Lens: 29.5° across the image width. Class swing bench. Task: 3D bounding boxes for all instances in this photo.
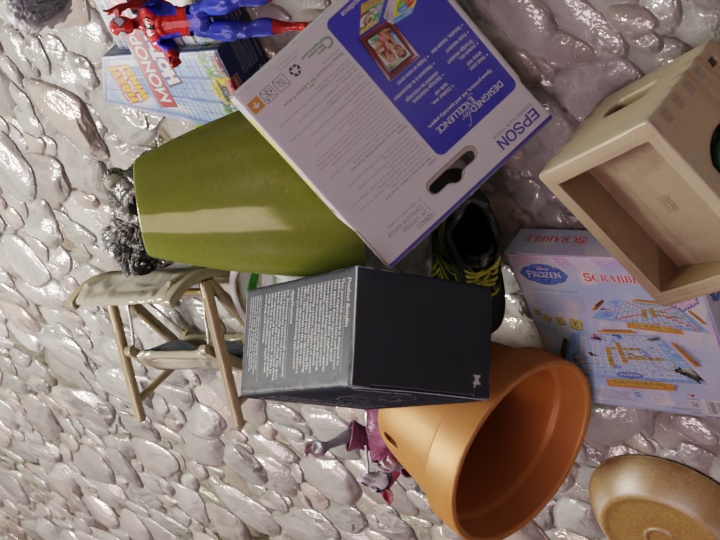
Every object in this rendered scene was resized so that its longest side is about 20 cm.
[{"bbox_3d":[-0.218,0.076,1.676,0.199,0.130,0.200,-1,124,42],"label":"swing bench"}]

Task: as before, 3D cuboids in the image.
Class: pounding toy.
[{"bbox_3d":[0.289,-0.080,1.078,0.184,0.142,0.200,45,155,-9],"label":"pounding toy"}]

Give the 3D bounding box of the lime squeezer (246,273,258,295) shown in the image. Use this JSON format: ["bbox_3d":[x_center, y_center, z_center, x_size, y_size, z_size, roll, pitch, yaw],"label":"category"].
[{"bbox_3d":[-0.127,-0.057,1.493,0.038,0.071,0.200,94,153,-58],"label":"lime squeezer"}]

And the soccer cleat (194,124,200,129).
[{"bbox_3d":[-0.097,-0.090,1.440,0.200,0.068,0.081,38,132,1],"label":"soccer cleat"}]

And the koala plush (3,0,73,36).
[{"bbox_3d":[-0.244,-0.309,1.182,0.184,0.200,0.177,23,127,16],"label":"koala plush"}]

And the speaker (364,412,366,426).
[{"bbox_3d":[0.105,0.176,1.543,0.200,0.081,0.081,9,136,35],"label":"speaker"}]

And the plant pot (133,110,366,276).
[{"bbox_3d":[-0.107,-0.072,1.287,0.200,0.187,0.187,-9,135,-2],"label":"plant pot"}]

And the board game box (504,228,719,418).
[{"bbox_3d":[0.259,0.050,1.302,0.200,0.041,0.200,4,133,39],"label":"board game box"}]

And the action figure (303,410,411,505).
[{"bbox_3d":[0.030,0.161,1.500,0.134,0.149,0.200,22,125,38],"label":"action figure"}]

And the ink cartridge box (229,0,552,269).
[{"bbox_3d":[0.027,-0.140,1.175,0.200,0.198,0.047,48,177,-14],"label":"ink cartridge box"}]

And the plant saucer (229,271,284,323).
[{"bbox_3d":[-0.055,0.041,1.557,0.200,0.050,0.200,23,142,19],"label":"plant saucer"}]

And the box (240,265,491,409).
[{"bbox_3d":[0.002,0.067,1.260,0.148,0.107,0.200,9,168,-32],"label":"box"}]

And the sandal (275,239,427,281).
[{"bbox_3d":[0.001,0.004,1.373,0.203,0.082,0.050,2,124,-8],"label":"sandal"}]

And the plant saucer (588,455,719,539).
[{"bbox_3d":[0.336,0.285,1.501,0.200,0.035,0.200,24,142,20],"label":"plant saucer"}]

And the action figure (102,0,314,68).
[{"bbox_3d":[-0.148,-0.221,1.237,0.200,0.099,0.065,0,115,21],"label":"action figure"}]

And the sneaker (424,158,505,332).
[{"bbox_3d":[0.101,-0.009,1.308,0.085,0.074,0.200,-124,12,-56],"label":"sneaker"}]

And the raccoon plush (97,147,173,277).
[{"bbox_3d":[-0.283,-0.071,1.602,0.200,0.097,0.134,0,122,41],"label":"raccoon plush"}]

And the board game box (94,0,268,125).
[{"bbox_3d":[-0.199,-0.229,1.372,0.200,0.062,0.200,3,132,38],"label":"board game box"}]

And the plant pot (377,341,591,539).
[{"bbox_3d":[0.112,0.152,1.363,0.140,0.200,0.200,30,147,39],"label":"plant pot"}]
